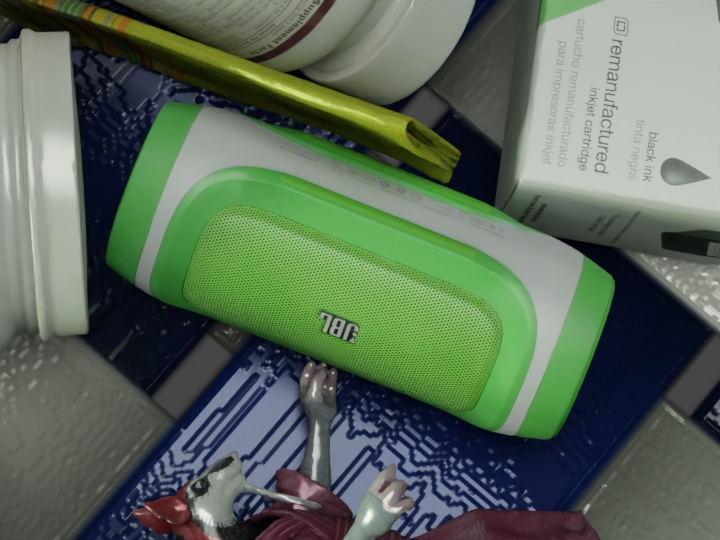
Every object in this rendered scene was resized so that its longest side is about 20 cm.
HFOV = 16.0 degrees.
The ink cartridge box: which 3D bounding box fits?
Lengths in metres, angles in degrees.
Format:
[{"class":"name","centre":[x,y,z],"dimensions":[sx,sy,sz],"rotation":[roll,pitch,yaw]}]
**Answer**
[{"class":"ink cartridge box","centre":[0.167,-0.080,1.090],"dimensions":[0.199,0.084,0.147],"rotation":[9,77,-3]}]

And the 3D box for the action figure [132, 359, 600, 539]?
[{"class":"action figure","centre":[0.002,0.131,1.037],"dimensions":[0.199,0.134,0.150],"rotation":[14,106,-1]}]

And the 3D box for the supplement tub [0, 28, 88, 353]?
[{"class":"supplement tub","centre":[-0.210,-0.029,1.017],"dimensions":[0.199,0.144,0.145],"rotation":[-4,78,-5]}]

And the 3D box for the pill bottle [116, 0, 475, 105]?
[{"class":"pill bottle","centre":[-0.052,-0.146,1.034],"dimensions":[0.199,0.109,0.110],"rotation":[24,73,-35]}]

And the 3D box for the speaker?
[{"class":"speaker","centre":[0.000,0.000,1.058],"dimensions":[0.199,0.088,0.089],"rotation":[21,76,1]}]

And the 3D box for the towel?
[{"class":"towel","centre":[-0.060,-0.079,1.044],"dimensions":[0.199,0.086,0.018],"rotation":[20,90,18]}]
